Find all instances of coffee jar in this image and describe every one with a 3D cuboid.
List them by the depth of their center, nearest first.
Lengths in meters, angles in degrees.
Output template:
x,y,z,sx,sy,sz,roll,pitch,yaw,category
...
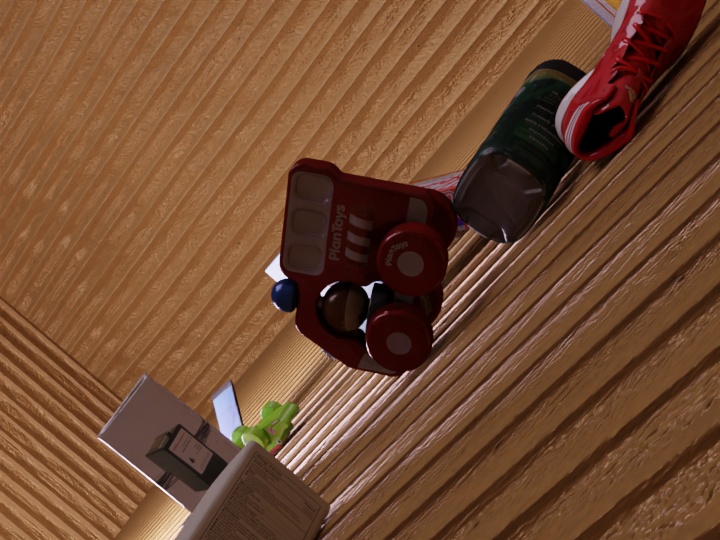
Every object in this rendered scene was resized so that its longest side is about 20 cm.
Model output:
x,y,z,sx,sy,sz,roll,pitch,yaw,category
0.169,-0.123,1.132,0.201,0.085,0.105,-55,-4,-43,coffee jar

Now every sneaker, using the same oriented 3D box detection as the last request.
x,y,z,sx,sy,sz,roll,pitch,yaw,category
0.247,-0.177,0.994,0.202,0.078,0.116,-62,8,21,sneaker

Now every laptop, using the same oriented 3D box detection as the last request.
x,y,z,sx,sy,sz,roll,pitch,yaw,category
-0.245,0.296,1.821,0.201,0.103,0.177,-52,4,-22,laptop

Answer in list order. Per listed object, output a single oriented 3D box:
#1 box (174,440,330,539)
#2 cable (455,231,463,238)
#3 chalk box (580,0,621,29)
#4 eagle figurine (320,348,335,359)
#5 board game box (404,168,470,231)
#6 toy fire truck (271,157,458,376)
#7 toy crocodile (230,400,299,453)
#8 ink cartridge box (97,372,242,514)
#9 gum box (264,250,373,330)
x,y,z,sx,sy,sz,roll,pitch,yaw,category
-0.108,0.240,0.906,0.078,0.095,0.200,-47,4,34,box
0.153,-0.091,1.524,0.200,0.050,0.098,-34,-29,-59,cable
0.336,-0.369,1.253,0.201,0.124,0.124,-50,4,-6,chalk box
-0.008,0.013,1.625,0.150,0.153,0.200,-25,11,27,eagle figurine
0.073,-0.069,1.239,0.150,0.047,0.200,-12,8,24,board game box
0.000,0.000,1.101,0.112,0.165,0.203,-66,-13,-63,toy fire truck
-0.143,0.240,1.581,0.200,0.062,0.068,-41,8,40,toy crocodile
-0.181,0.205,1.235,0.084,0.199,0.146,-51,4,-11,ink cartridge box
-0.013,0.006,1.393,0.045,0.169,0.200,-51,3,-31,gum box
